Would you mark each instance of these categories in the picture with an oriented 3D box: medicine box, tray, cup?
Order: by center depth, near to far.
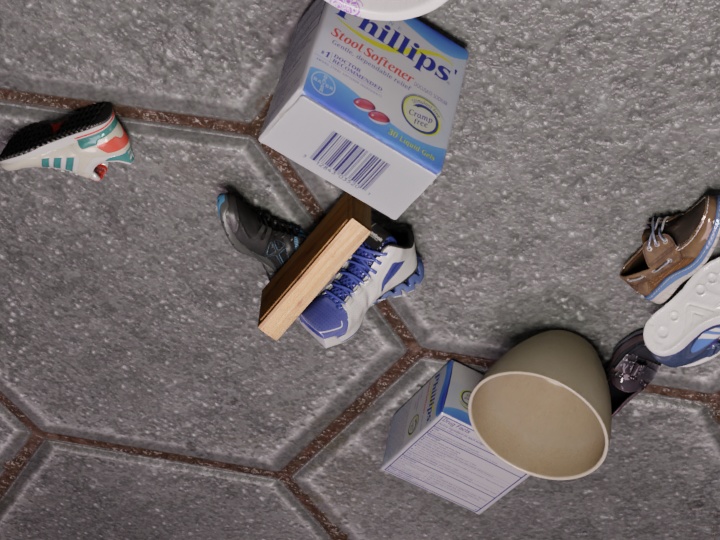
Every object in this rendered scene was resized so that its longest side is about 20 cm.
[{"bbox_3d":[0.007,-0.195,1.543,0.181,0.202,0.103,28,140,-17],"label":"medicine box"},{"bbox_3d":[-0.061,-0.011,1.809,0.037,0.099,0.200,34,113,-17],"label":"tray"},{"bbox_3d":[0.263,0.167,1.923,0.198,0.144,0.202,15,135,16],"label":"cup"},{"bbox_3d":[0.159,0.255,2.101,0.180,0.104,0.200,26,138,-14],"label":"medicine box"}]

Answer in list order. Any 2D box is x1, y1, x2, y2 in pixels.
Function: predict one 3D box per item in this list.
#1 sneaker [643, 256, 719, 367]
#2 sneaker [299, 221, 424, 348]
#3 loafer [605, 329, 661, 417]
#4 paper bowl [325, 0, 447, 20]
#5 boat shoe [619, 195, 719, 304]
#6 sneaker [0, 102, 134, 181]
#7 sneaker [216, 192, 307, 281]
[{"bbox_3d":[0.465,0.054,1.817,0.199,0.081,0.146,-38,155,14],"label":"sneaker"},{"bbox_3d":[0.001,0.000,1.809,0.080,0.198,0.116,36,148,33],"label":"sneaker"},{"bbox_3d":[0.371,0.160,1.959,0.071,0.064,0.201,21,139,-8],"label":"loafer"},{"bbox_3d":[0.025,-0.366,1.427,0.197,0.105,0.202,9,139,8],"label":"paper bowl"},{"bbox_3d":[0.385,-0.029,1.732,0.071,0.073,0.201,20,140,-5],"label":"boat shoe"},{"bbox_3d":[-0.385,-0.148,1.826,0.197,0.071,0.094,-15,126,26],"label":"sneaker"},{"bbox_3d":[-0.119,-0.046,1.879,0.081,0.074,0.200,-29,131,18],"label":"sneaker"}]
